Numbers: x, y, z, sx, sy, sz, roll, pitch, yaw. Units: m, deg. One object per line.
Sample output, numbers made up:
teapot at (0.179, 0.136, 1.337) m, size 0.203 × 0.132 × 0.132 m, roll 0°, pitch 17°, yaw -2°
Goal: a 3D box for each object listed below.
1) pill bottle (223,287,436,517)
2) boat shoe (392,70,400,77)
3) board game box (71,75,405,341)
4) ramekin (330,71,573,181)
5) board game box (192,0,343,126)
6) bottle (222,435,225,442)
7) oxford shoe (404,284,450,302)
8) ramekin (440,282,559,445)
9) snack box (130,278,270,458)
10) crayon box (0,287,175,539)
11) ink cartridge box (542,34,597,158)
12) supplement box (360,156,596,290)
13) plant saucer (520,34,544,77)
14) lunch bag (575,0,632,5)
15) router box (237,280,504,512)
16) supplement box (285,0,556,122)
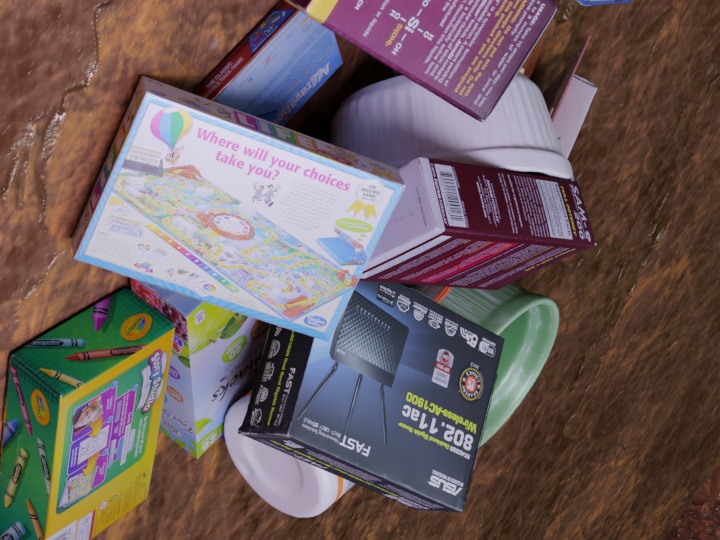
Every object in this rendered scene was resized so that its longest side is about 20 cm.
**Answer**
pill bottle at (-0.009, 0.104, 1.611) m, size 0.200 × 0.114 × 0.114 m, roll -39°, pitch 152°, yaw -37°
boat shoe at (0.081, -0.233, 1.544) m, size 0.063 × 0.073 × 0.200 m, roll -22°, pitch 137°, yaw -49°
board game box at (-0.086, -0.041, 1.369) m, size 0.200 × 0.034 × 0.135 m, roll 19°, pitch 111°, yaw -20°
ramekin at (0.067, -0.097, 1.566) m, size 0.202 × 0.202 × 0.094 m, roll 20°, pitch 60°, yaw -66°
board game box at (-0.091, -0.118, 1.438) m, size 0.200 × 0.019 × 0.103 m, roll -48°, pitch 154°, yaw -16°
bottle at (-0.060, 0.146, 1.790) m, size 0.084 × 0.065 × 0.200 m, roll -55°, pitch 157°, yaw 2°
oxford shoe at (0.056, -0.027, 1.775) m, size 0.072 × 0.071 × 0.200 m, roll -9°, pitch 137°, yaw -46°
ramekin at (0.105, 0.089, 1.983) m, size 0.200 × 0.098 × 0.200 m, roll -42°, pitch 153°, yaw -27°
snack box at (-0.101, 0.031, 1.557) m, size 0.169 × 0.068 × 0.200 m, roll -43°, pitch 156°, yaw -28°
crayon box at (-0.212, 0.123, 1.480) m, size 0.119 × 0.058 × 0.200 m, roll -33°, pitch 148°, yaw -41°
ink cartridge box at (0.167, -0.098, 1.785) m, size 0.200 × 0.044 × 0.174 m, roll -65°, pitch -175°, yaw -21°
supplement box at (0.077, -0.033, 1.483) m, size 0.109 × 0.061 × 0.200 m, roll -25°, pitch 160°, yaw 37°
plant saucer at (0.100, -0.176, 1.700) m, size 0.200 × 0.037 × 0.200 m, roll -43°, pitch 154°, yaw -27°
lunch bag at (0.236, -0.332, 1.705) m, size 0.160 × 0.076 × 0.200 m, roll -12°, pitch 133°, yaw -55°
router box at (0.013, 0.089, 1.513) m, size 0.200 × 0.062 × 0.150 m, roll 27°, pitch 71°, yaw -37°
supplement box at (0.016, -0.202, 1.323) m, size 0.200 × 0.131 × 0.103 m, roll 26°, pitch 99°, yaw -45°
